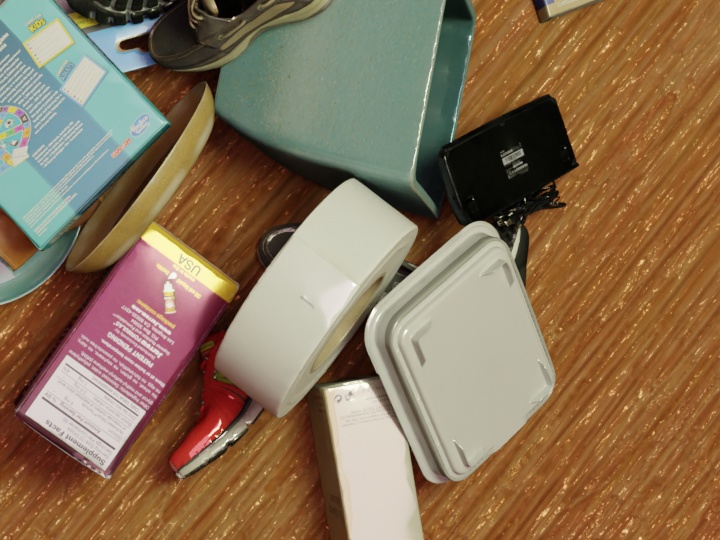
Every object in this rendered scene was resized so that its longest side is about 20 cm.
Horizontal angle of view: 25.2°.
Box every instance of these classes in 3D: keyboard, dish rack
[{"bbox_3d":[0.133,-0.089,1.493,0.199,0.039,0.105,-28,101,-46],"label":"keyboard"},{"bbox_3d":[0.100,0.078,1.422,0.171,0.043,0.202,-40,124,-26],"label":"dish rack"}]

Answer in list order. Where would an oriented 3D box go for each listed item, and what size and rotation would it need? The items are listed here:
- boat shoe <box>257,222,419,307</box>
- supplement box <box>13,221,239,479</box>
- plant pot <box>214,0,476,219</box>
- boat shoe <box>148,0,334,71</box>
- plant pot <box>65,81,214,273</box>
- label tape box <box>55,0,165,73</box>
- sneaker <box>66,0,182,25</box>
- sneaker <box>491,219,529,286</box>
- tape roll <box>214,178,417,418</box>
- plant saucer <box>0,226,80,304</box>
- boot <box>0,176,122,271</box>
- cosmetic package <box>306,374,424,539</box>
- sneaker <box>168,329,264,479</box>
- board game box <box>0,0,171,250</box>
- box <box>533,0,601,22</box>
[{"bbox_3d":[0.000,0.000,1.471,0.198,0.057,0.068,21,75,4],"label":"boat shoe"},{"bbox_3d":[-0.207,0.067,1.405,0.103,0.131,0.201,36,82,-10],"label":"supplement box"},{"bbox_3d":[-0.018,-0.170,1.429,0.197,0.196,0.199,9,85,11],"label":"plant pot"},{"bbox_3d":[-0.111,-0.229,1.347,0.073,0.198,0.075,17,57,-51],"label":"boat shoe"},{"bbox_3d":[-0.184,-0.074,1.383,0.027,0.200,0.201,37,81,-15],"label":"plant pot"},{"bbox_3d":[-0.219,-0.277,1.453,0.142,0.063,0.203,-16,91,-13],"label":"label tape box"},{"bbox_3d":[-0.170,-0.280,1.400,0.198,0.078,0.091,-23,85,-19],"label":"sneaker"},{"bbox_3d":[0.124,0.053,1.518,0.090,0.070,0.202,32,71,-38],"label":"sneaker"},{"bbox_3d":[-0.036,0.024,1.351,0.071,0.203,0.203,37,80,7],"label":"tape roll"},{"bbox_3d":[-0.346,-0.067,1.435,0.197,0.027,0.203,1,87,-13],"label":"plant saucer"},{"bbox_3d":[-0.311,-0.114,1.403,0.155,0.077,0.200,-43,103,-7],"label":"boot"},{"bbox_3d":[0.007,0.199,1.458,0.072,0.103,0.203,-8,88,-11],"label":"cosmetic package"},{"bbox_3d":[-0.120,0.098,1.458,0.085,0.077,0.201,37,70,-3],"label":"sneaker"},{"bbox_3d":[-0.280,-0.143,1.344,0.151,0.047,0.200,-43,93,1],"label":"board game box"},{"bbox_3d":[0.197,-0.357,1.562,0.120,0.032,0.202,-21,91,-12],"label":"box"}]
